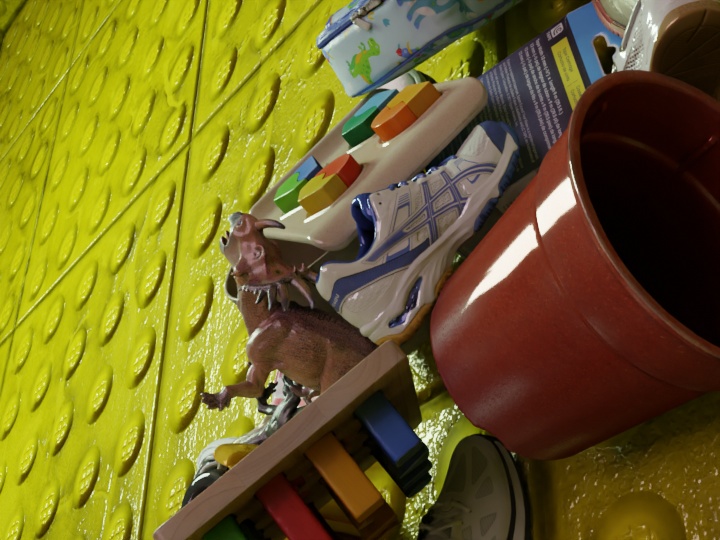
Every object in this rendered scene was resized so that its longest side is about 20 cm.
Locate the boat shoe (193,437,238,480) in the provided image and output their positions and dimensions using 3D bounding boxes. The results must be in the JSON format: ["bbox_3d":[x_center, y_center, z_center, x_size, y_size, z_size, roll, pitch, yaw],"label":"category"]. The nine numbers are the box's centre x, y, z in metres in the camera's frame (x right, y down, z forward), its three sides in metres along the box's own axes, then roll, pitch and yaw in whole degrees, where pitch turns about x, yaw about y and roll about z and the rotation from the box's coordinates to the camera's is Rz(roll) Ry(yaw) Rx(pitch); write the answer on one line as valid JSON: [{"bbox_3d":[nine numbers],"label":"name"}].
[{"bbox_3d":[-0.133,0.208,1.199,0.200,0.066,0.074,12,79,61],"label":"boat shoe"}]

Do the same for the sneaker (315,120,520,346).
[{"bbox_3d":[0.043,-0.045,0.859,0.201,0.088,0.075,-57,2,-24],"label":"sneaker"}]

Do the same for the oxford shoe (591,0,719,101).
[{"bbox_3d":[0.224,-0.201,0.865,0.070,0.074,0.201,-19,44,-7],"label":"oxford shoe"}]

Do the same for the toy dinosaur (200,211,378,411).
[{"bbox_3d":[-0.033,0.054,0.900,0.136,0.199,0.086,-55,20,26],"label":"toy dinosaur"}]

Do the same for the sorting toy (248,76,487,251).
[{"bbox_3d":[-0.005,-0.096,0.980,0.185,0.037,0.200,-45,21,-11],"label":"sorting toy"}]

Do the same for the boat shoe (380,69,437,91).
[{"bbox_3d":[0.016,-0.108,1.185,0.072,0.060,0.202,40,108,27],"label":"boat shoe"}]

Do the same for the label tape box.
[{"bbox_3d":[0.147,-0.113,0.955,0.199,0.066,0.144,-32,42,23],"label":"label tape box"}]

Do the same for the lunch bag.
[{"bbox_3d":[0.063,-0.239,1.077,0.200,0.083,0.160,-37,7,-41],"label":"lunch bag"}]

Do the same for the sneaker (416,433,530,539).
[{"bbox_3d":[0.054,0.200,0.840,0.076,0.115,0.202,-29,46,48],"label":"sneaker"}]

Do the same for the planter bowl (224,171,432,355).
[{"bbox_3d":[0.000,0.000,1.024,0.200,0.135,0.201,-35,22,16],"label":"planter bowl"}]

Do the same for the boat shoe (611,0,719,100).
[{"bbox_3d":[0.200,-0.123,0.793,0.201,0.070,0.070,90,167,-56],"label":"boat shoe"}]

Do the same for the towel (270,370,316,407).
[{"bbox_3d":[-0.041,0.085,1.181,0.144,0.023,0.202,-16,56,54],"label":"towel"}]

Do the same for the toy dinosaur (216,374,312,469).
[{"bbox_3d":[-0.071,0.133,1.109,0.199,0.047,0.089,-26,53,28],"label":"toy dinosaur"}]

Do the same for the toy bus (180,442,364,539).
[{"bbox_3d":[-0.060,0.268,0.993,0.191,0.135,0.201,14,83,45],"label":"toy bus"}]

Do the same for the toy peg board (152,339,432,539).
[{"bbox_3d":[-0.017,0.172,0.834,0.199,0.200,0.098,-38,71,-8],"label":"toy peg board"}]

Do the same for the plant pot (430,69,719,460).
[{"bbox_3d":[0.153,0.014,0.746,0.195,0.200,0.202,-45,35,46],"label":"plant pot"}]
